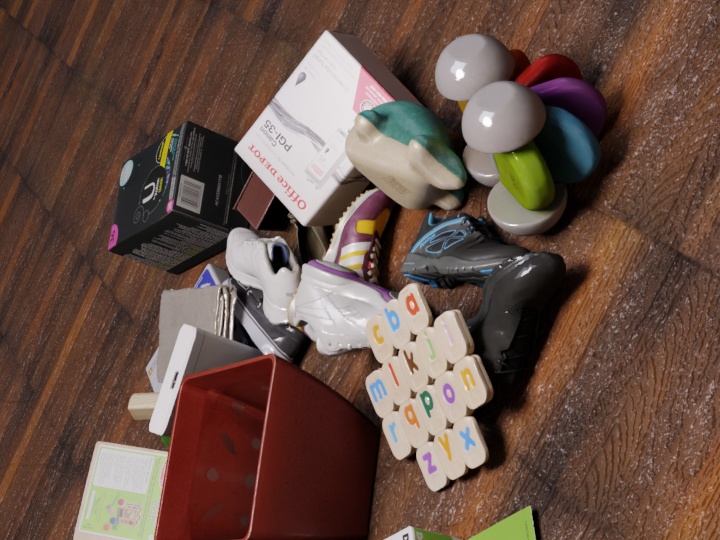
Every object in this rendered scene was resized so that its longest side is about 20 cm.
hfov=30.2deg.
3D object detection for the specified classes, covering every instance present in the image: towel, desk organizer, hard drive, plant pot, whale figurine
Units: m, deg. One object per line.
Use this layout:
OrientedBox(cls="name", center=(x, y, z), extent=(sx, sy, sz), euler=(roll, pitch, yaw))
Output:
OrientedBox(cls="towel", center=(-0.219, 0.087, 1.780), extent=(0.200, 0.034, 0.133), euler=(-4, 81, 57))
OrientedBox(cls="desk organizer", center=(-0.084, -0.144, 1.778), extent=(0.201, 0.072, 0.077), euler=(-61, 36, 12))
OrientedBox(cls="hard drive", center=(-0.177, 0.150, 1.644), extent=(0.027, 0.200, 0.133), euler=(14, 83, 27))
OrientedBox(cls="plant pot", center=(-0.094, 0.225, 1.491), extent=(0.200, 0.176, 0.201), euler=(-17, 59, 50))
OrientedBox(cls="whale figurine", center=(0.065, -0.135, 1.490), extent=(0.104, 0.159, 0.200), euler=(-53, 16, -8))

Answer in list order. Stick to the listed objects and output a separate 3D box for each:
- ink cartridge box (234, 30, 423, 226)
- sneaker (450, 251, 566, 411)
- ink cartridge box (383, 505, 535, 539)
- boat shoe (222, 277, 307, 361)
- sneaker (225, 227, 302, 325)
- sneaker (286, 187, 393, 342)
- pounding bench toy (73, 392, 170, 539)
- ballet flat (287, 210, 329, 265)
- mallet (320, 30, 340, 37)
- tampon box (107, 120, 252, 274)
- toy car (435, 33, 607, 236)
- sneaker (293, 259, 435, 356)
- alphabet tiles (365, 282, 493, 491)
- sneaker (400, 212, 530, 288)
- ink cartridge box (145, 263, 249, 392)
OrientedBox(cls="ink cartridge box", center=(-0.038, -0.172, 1.650), extent=(0.147, 0.083, 0.200), euler=(47, 113, 16))
OrientedBox(cls="sneaker", center=(0.148, 0.064, 1.336), extent=(0.200, 0.076, 0.091), euler=(-56, 40, 35))
OrientedBox(cls="ink cartridge box", center=(0.081, 0.318, 1.278), extent=(0.200, 0.076, 0.148), euler=(-38, 44, 41))
OrientedBox(cls="boat shoe", center=(-0.123, 0.052, 1.735), extent=(0.066, 0.070, 0.200), euler=(-46, 33, 3))
OrientedBox(cls="sneaker", center=(-0.114, -0.011, 1.702), extent=(0.200, 0.074, 0.087), euler=(43, 140, 48))
OrientedBox(cls="sneaker", center=(0.000, 0.000, 1.588), extent=(0.090, 0.075, 0.201), euler=(30, 87, 26))
OrientedBox(cls="pounding bench toy", center=(-0.253, 0.267, 1.708), extent=(0.124, 0.156, 0.201), euler=(4, 73, 23))
OrientedBox(cls="ballet flat", center=(-0.058, -0.019, 1.692), extent=(0.067, 0.046, 0.201), euler=(-46, 40, 33))
OrientedBox(cls="mallet", center=(-0.077, -0.248, 1.863), extent=(0.200, 0.041, 0.066), euler=(-45, 42, 40))
OrientedBox(cls="tampon box", center=(-0.264, -0.104, 1.964), extent=(0.200, 0.126, 0.151), euler=(-24, 53, 48))
OrientedBox(cls="toy car", center=(0.174, -0.149, 1.355), extent=(0.149, 0.175, 0.200), euler=(-23, 43, 1))
OrientedBox(cls="sneaker", center=(0.008, 0.063, 1.497), extent=(0.199, 0.075, 0.100), euler=(26, 100, 32))
OrientedBox(cls="alphabet tiles", center=(0.069, 0.121, 1.379), extent=(0.200, 0.015, 0.196), euler=(-45, 63, 53))
OrientedBox(cls="sneaker", center=(0.114, -0.025, 1.421), extent=(0.200, 0.073, 0.082), euler=(4, 76, 56))
OrientedBox(cls="ink cartridge box", center=(-0.218, 0.124, 1.853), extent=(0.198, 0.047, 0.200), euler=(-56, 37, 18))
